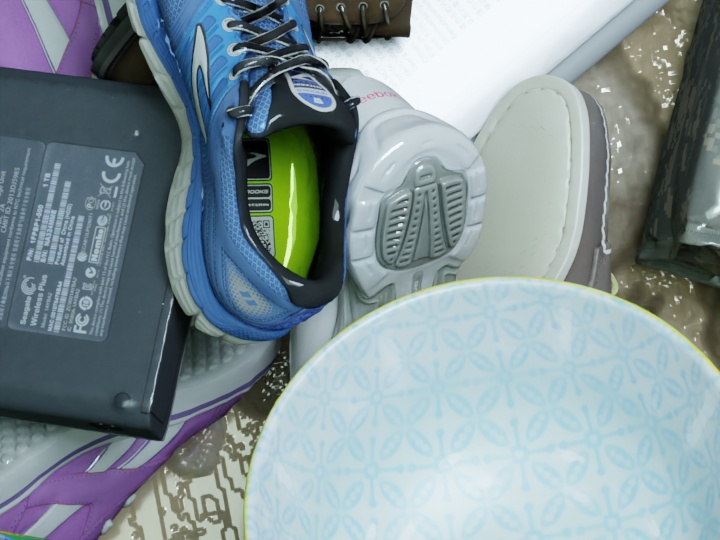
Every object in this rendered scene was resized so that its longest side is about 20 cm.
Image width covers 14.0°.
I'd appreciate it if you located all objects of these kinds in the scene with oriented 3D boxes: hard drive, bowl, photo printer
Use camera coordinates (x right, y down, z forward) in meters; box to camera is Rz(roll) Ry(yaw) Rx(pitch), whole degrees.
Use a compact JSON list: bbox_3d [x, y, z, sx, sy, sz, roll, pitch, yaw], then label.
[{"bbox_3d":[-0.162,-0.015,1.191,0.199,0.033,0.140,8,76,13],"label":"hard drive"},{"bbox_3d":[0.059,0.114,1.158,0.199,0.108,0.201,-3,57,5],"label":"bowl"},{"bbox_3d":[0.017,-0.125,1.286,0.200,0.069,0.167,-41,87,-6],"label":"photo printer"}]

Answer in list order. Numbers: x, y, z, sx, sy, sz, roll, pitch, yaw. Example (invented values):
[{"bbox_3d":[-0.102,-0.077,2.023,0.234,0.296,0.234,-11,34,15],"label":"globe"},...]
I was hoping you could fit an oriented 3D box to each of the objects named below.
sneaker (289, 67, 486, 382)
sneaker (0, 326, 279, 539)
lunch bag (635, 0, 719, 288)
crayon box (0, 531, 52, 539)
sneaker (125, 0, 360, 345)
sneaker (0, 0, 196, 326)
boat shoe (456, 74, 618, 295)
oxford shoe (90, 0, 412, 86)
[{"bbox_3d":[0.000,0.000,1.226,0.078,0.201,0.099,-11,42,-26],"label":"sneaker"},{"bbox_3d":[-0.120,0.085,1.254,0.200,0.115,0.073,-27,46,-29],"label":"sneaker"},{"bbox_3d":[0.238,-0.054,1.265,0.199,0.118,0.165,17,83,-6],"label":"lunch bag"},{"bbox_3d":[-0.175,0.160,1.130,0.199,0.058,0.119,14,100,-35],"label":"crayon box"},{"bbox_3d":[-0.035,-0.075,1.129,0.078,0.089,0.201,-9,90,-32],"label":"sneaker"},{"bbox_3d":[-0.135,-0.052,1.249,0.114,0.073,0.201,-13,58,-13],"label":"sneaker"},{"bbox_3d":[0.076,0.017,1.257,0.059,0.072,0.201,3,98,-43],"label":"boat shoe"},{"bbox_3d":[-0.019,-0.123,1.213,0.199,0.073,0.085,-33,88,-5],"label":"oxford shoe"}]
